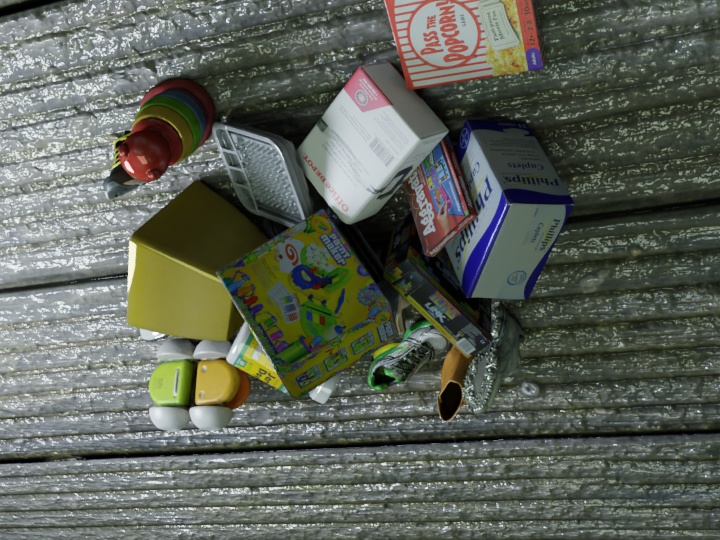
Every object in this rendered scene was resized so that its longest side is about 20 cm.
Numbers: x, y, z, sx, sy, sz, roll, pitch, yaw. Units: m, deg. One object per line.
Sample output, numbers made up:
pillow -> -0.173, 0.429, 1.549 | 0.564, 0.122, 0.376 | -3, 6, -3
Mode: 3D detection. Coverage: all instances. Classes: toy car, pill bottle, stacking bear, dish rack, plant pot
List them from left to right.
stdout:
stacking bear -> -0.308, -0.206, 1.425 | 0.121, 0.200, 0.114 | 43, 124, -17
toy car -> -0.311, 0.229, 1.810 | 0.200, 0.175, 0.150 | -4, 161, 19
plant pot -> -0.260, 0.003, 1.554 | 0.176, 0.200, 0.200 | 24, 130, 11
dish rack -> -0.148, -0.157, 1.469 | 0.200, 0.044, 0.172 | 24, 140, 47
pill bottle -> -0.138, 0.166, 1.717 | 0.200, 0.113, 0.113 | 29, 129, -7

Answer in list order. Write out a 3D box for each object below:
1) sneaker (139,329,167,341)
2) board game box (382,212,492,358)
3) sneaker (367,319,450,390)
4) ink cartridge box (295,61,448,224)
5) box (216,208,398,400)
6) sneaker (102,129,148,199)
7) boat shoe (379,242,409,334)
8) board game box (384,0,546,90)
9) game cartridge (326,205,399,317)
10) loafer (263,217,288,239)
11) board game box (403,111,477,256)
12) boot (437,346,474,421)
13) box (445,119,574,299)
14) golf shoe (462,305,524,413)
sneaker -> -0.361, 0.058, 1.744 | 0.200, 0.076, 0.116 | -21, 102, 34
board game box -> 0.130, 0.020, 1.489 | 0.057, 0.165, 0.200 | -37, 110, 26
sneaker -> 0.091, 0.160, 1.662 | 0.078, 0.085, 0.200 | 40, 126, -14
ink cartridge box -> 0.011, -0.189, 1.387 | 0.145, 0.084, 0.200 | 52, 129, 11
box -> -0.078, 0.051, 1.398 | 0.192, 0.200, 0.122 | -31, 152, -7
sneaker -> -0.374, -0.176, 1.478 | 0.074, 0.200, 0.085 | -23, 108, 13
boat shoe -> 0.060, 0.035, 1.589 | 0.065, 0.072, 0.200 | 6, 131, 2
board game box -> 0.146, -0.343, 1.285 | 0.200, 0.046, 0.152 | -6, 124, 21
game cartridge -> 0.000, 0.000, 1.510 | 0.200, 0.040, 0.133 | 57, 160, 23
loafer -> -0.099, -0.011, 1.587 | 0.063, 0.072, 0.200 | -24, 104, 10
board game box -> 0.108, -0.130, 1.372 | 0.019, 0.200, 0.103 | 12, 138, -34
boot -> 0.164, 0.217, 1.640 | 0.071, 0.144, 0.201 | 12, 134, 11
box -> 0.200, -0.090, 1.351 | 0.105, 0.200, 0.184 | 1, 132, -19
golf shoe -> 0.235, 0.160, 1.550 | 0.097, 0.200, 0.078 | 34, 147, -25
